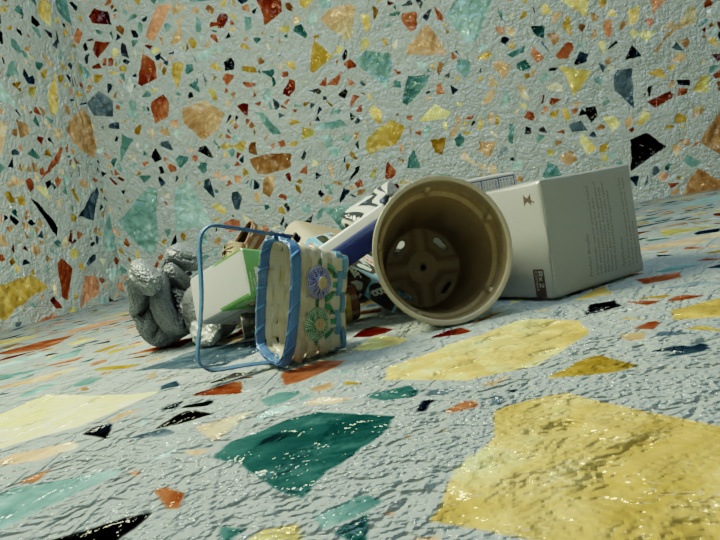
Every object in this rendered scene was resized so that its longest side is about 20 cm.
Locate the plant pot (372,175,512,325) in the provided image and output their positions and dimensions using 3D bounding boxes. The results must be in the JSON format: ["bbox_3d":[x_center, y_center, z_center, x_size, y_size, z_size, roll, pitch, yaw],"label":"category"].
[{"bbox_3d":[0.108,-0.016,0.968,0.194,0.207,0.184,-11,-7,-5],"label":"plant pot"}]

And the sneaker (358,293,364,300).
[{"bbox_3d":[-0.058,0.033,1.354,0.194,0.078,0.114,-7,2,13],"label":"sneaker"}]

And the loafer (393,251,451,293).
[{"bbox_3d":[0.143,0.015,1.107,0.194,0.073,0.073,9,1,-7],"label":"loafer"}]

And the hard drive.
[{"bbox_3d":[-0.028,-0.029,1.029,0.197,0.026,0.132,-34,-12,10],"label":"hard drive"}]

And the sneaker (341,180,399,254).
[{"bbox_3d":[0.013,-0.086,1.314,0.128,0.079,0.203,-28,37,33],"label":"sneaker"}]

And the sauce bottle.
[{"bbox_3d":[-0.098,0.070,1.061,0.194,0.068,0.066,-10,4,-11],"label":"sauce bottle"}]

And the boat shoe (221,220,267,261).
[{"bbox_3d":[-0.260,-0.026,1.343,0.074,0.072,0.202,-15,33,37],"label":"boat shoe"}]

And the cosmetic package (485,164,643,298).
[{"bbox_3d":[0.304,-0.059,1.012,0.195,0.170,0.164,-11,4,-27],"label":"cosmetic package"}]

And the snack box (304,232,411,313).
[{"bbox_3d":[0.000,0.000,1.151,0.197,0.038,0.116,31,17,13],"label":"snack box"}]

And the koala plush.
[{"bbox_3d":[-0.306,0.070,1.203,0.194,0.189,0.177,12,21,16],"label":"koala plush"}]

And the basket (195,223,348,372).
[{"bbox_3d":[-0.114,0.033,0.835,0.194,0.183,0.138,0,3,-23],"label":"basket"}]

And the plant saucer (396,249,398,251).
[{"bbox_3d":[0.071,-0.060,1.400,0.031,0.207,0.200,9,0,-12],"label":"plant saucer"}]

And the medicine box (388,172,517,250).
[{"bbox_3d":[0.165,-0.102,1.166,0.194,0.106,0.182,-10,4,-7],"label":"medicine box"}]

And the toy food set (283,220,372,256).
[{"bbox_3d":[-0.049,-0.040,1.323,0.195,0.062,0.143,11,14,-26],"label":"toy food set"}]

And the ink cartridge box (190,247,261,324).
[{"bbox_3d":[-0.172,0.033,1.129,0.143,0.086,0.197,-26,-18,33],"label":"ink cartridge box"}]

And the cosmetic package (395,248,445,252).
[{"bbox_3d":[0.148,-0.003,1.221,0.194,0.090,0.103,-8,6,21],"label":"cosmetic package"}]
